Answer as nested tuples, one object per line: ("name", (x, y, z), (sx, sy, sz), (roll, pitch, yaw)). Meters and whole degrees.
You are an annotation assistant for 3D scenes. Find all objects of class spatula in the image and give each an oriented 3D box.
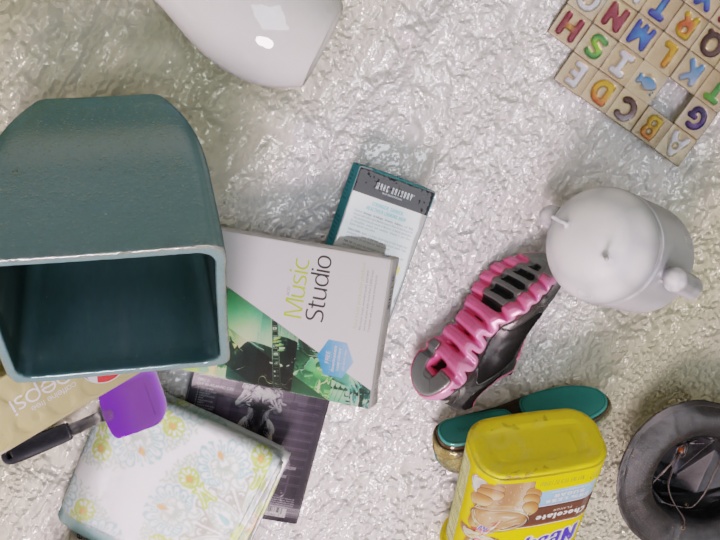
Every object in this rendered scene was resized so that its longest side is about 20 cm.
("spatula", (-0.278, 0.155, 1.012), (0.199, 0.021, 0.057), (-24, 84, 20))

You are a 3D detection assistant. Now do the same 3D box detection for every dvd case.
("dvd case", (-0.115, 0.164, 1.076), (0.148, 0.016, 0.201), (12, 104, -12))

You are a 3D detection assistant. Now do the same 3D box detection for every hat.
("hat", (0.375, 0.227, 1.151), (0.199, 0.081, 0.202), (-1, 99, -4))

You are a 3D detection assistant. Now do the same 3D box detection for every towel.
("towel", (-0.190, 0.219, 1.046), (0.199, 0.048, 0.172), (25, 100, -3))

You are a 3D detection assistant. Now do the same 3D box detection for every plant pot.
("plant pot", (-0.219, -0.042, 0.891), (0.194, 0.201, 0.197), (-4, 148, -8))

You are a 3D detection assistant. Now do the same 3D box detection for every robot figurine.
("robot figurine", (0.256, -0.019, 1.012), (0.200, 0.169, 0.113), (11, 104, -54))

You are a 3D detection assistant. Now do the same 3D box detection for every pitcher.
("pitcher", (-0.108, -0.270, 0.907), (0.199, 0.121, 0.172), (29, 92, -5))

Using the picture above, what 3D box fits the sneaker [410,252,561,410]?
("sneaker", (0.144, 0.068, 1.076), (0.200, 0.079, 0.095), (-46, 130, 5))

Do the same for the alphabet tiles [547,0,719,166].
("alphabet tiles", (0.295, -0.227, 1.030), (0.199, 0.008, 0.168), (32, 103, -13))

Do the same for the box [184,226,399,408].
("box", (-0.071, 0.042, 0.985), (0.199, 0.036, 0.145), (10, 95, 16))

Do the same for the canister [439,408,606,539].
("canister", (0.166, 0.240, 1.067), (0.148, 0.087, 0.201), (-6, 134, -11))

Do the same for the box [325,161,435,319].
("box", (0.000, 0.000, 1.023), (0.082, 0.049, 0.201), (18, 97, -13))

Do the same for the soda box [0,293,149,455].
("soda box", (-0.282, 0.093, 0.966), (0.199, 0.064, 0.068), (-31, 113, -22))

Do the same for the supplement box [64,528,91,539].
("supplement box", (-0.235, 0.367, 1.059), (0.199, 0.074, 0.127), (25, 100, -15))

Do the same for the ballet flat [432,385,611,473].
("ballet flat", (0.174, 0.175, 1.112), (0.199, 0.071, 0.071), (-13, 108, -7))
